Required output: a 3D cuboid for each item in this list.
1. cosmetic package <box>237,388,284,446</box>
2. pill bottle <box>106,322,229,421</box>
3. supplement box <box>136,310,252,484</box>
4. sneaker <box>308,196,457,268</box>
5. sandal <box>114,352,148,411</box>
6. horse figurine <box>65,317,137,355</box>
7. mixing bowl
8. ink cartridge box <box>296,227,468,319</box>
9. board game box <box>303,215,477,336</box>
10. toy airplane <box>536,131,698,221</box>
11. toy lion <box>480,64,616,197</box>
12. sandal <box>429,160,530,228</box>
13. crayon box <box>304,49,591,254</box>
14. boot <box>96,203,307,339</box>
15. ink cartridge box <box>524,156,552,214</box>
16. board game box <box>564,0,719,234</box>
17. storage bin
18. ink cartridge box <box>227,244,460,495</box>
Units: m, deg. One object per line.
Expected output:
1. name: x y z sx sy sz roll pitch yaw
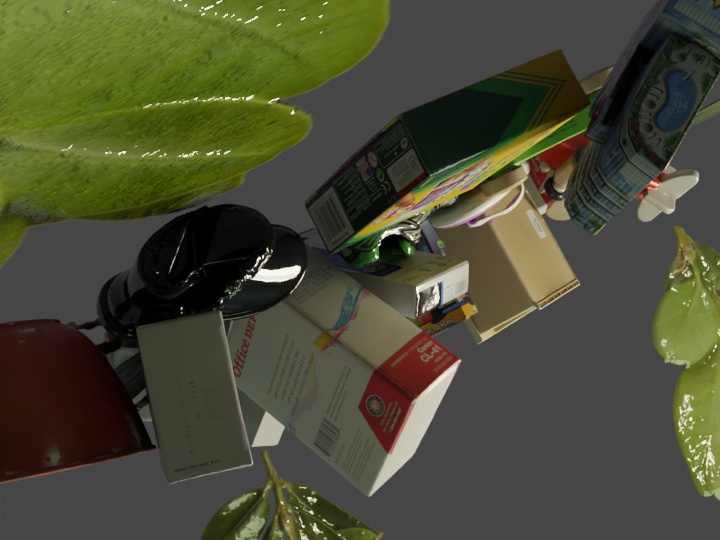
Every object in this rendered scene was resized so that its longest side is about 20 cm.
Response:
1. cosmetic package: -0.095 0.086 1.158 0.051 0.083 0.200 7 109 -56
2. pill bottle: -0.184 0.088 1.218 0.200 0.113 0.113 -22 174 -41
3. supplement box: -0.129 0.094 0.784 0.061 0.109 0.200 -11 176 -14
4. sneaker: 0.034 -0.051 1.052 0.200 0.085 0.078 -24 175 -46
5. sandal: -0.211 0.107 1.011 0.076 0.043 0.200 -31 -175 1
6. horse figurine: -0.197 0.042 1.017 0.200 0.050 0.133 -29 171 10
7. mixing bowl: -0.257 0.097 0.756 0.200 0.109 0.200 -12 174 -1
8. ink cartridge box: 0.000 0.000 1.066 0.200 0.039 0.099 14 -156 34
9. board game box: 0.006 0.019 1.183 0.200 0.165 0.057 -28 177 20
10. toy airplane: 0.308 -0.143 1.277 0.200 0.141 0.199 -14 146 12
11. toy lion: 0.182 -0.139 1.114 0.200 0.069 0.192 -26 -177 8
12. sandal: 0.148 -0.080 1.182 0.082 0.050 0.203 -15 -166 37
13. crayon box: 0.068 -0.096 0.889 0.172 0.058 0.200 -25 175 -28
14. boot: -0.100 -0.005 0.830 0.200 0.077 0.168 -17 175 -31
15. ink cartridge box: 0.244 -0.118 1.545 0.200 0.086 0.148 -28 177 37
16. board game box: 0.225 -0.148 0.775 0.200 0.062 0.200 -57 176 -16
17. storage bin: 0.172 -0.035 1.334 0.094 0.200 0.199 -32 174 28
18. ink cartridge box: -0.025 0.090 0.995 0.086 0.200 0.148 -33 154 -43
